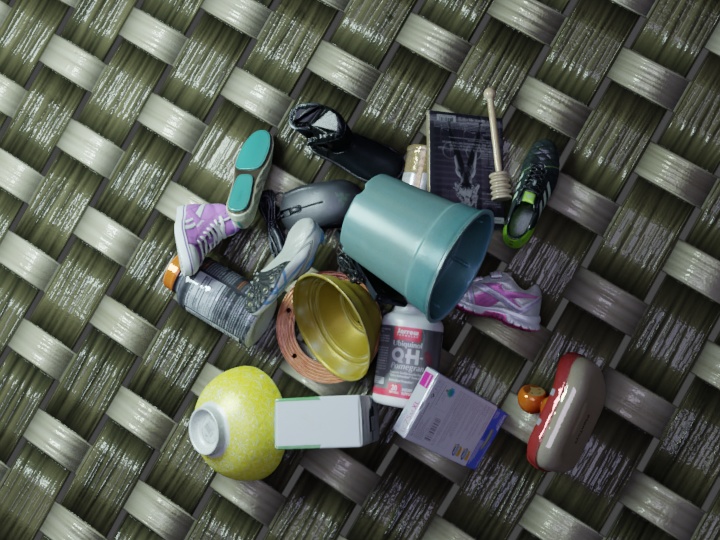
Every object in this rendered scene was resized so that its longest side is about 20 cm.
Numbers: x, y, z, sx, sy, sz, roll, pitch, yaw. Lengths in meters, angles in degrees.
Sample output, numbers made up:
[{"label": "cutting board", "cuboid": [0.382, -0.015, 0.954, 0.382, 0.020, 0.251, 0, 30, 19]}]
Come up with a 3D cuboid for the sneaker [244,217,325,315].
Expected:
[{"label": "sneaker", "cuboid": [-0.127, 0.001, 1.492, 0.071, 0.073, 0.201, 14, 62, 49]}]

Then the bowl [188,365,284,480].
[{"label": "bowl", "cuboid": [-0.230, 0.269, 1.476, 0.198, 0.107, 0.204, 0, 89, 41]}]

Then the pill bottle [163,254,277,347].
[{"label": "pill bottle", "cuboid": [-0.258, 0.045, 1.547, 0.198, 0.106, 0.107, 30, 90, 11]}]

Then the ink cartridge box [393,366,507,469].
[{"label": "ink cartridge box", "cuboid": [0.155, 0.254, 1.448, 0.042, 0.199, 0.120, 28, 87, 55]}]

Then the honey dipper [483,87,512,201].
[{"label": "honey dipper", "cuboid": [0.239, -0.224, 1.507, 0.037, 0.038, 0.203, -5, 84, 8]}]

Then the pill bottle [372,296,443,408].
[{"label": "pill bottle", "cuboid": [0.086, 0.134, 1.480, 0.109, 0.111, 0.203, 7, 86, 10]}]

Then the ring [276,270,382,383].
[{"label": "ring", "cuboid": [-0.056, 0.102, 1.554, 0.197, 0.019, 0.204, -1, 85, 9]}]

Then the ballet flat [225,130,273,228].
[{"label": "ballet flat", "cuboid": [-0.203, -0.166, 1.576, 0.066, 0.063, 0.202, 7, 59, 14]}]

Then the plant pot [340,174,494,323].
[{"label": "plant pot", "cuboid": [0.084, -0.049, 1.396, 0.195, 0.200, 0.202, 29, 89, 22]}]

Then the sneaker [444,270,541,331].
[{"label": "sneaker", "cuboid": [0.226, 0.039, 1.488, 0.197, 0.081, 0.089, 18, 86, 2]}]

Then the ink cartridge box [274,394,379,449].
[{"label": "ink cartridge box", "cuboid": [-0.052, 0.255, 1.447, 0.144, 0.200, 0.084, -4, 81, 8]}]

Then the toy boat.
[{"label": "toy boat", "cuboid": [0.323, 0.230, 1.442, 0.130, 0.130, 0.202, 25, 88, 40]}]

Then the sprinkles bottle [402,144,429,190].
[{"label": "sprinkles bottle", "cuboid": [0.099, -0.119, 1.525, 0.067, 0.068, 0.203, 10, 86, 10]}]

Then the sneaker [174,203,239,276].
[{"label": "sneaker", "cuboid": [-0.272, -0.065, 1.528, 0.112, 0.202, 0.073, -6, 126, -6]}]

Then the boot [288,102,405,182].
[{"label": "boot", "cuboid": [-0.021, -0.220, 1.503, 0.198, 0.168, 0.077, 23, 88, 10]}]

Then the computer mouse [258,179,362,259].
[{"label": "computer mouse", "cuboid": [-0.089, -0.108, 1.562, 0.197, 0.053, 0.141, -17, 81, 7]}]

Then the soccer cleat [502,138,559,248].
[{"label": "soccer cleat", "cuboid": [0.299, -0.135, 1.487, 0.067, 0.081, 0.203, 19, 88, 10]}]

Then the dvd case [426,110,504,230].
[{"label": "dvd case", "cuboid": [0.185, -0.176, 1.510, 0.146, 0.016, 0.203, 2, 83, -20]}]

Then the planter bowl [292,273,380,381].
[{"label": "planter bowl", "cuboid": [-0.025, 0.081, 1.477, 0.083, 0.201, 0.201, -29, 78, -35]}]

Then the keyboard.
[{"label": "keyboard", "cuboid": [0.000, 0.000, 1.475, 0.040, 0.103, 0.201, -56, 38, 21]}]
